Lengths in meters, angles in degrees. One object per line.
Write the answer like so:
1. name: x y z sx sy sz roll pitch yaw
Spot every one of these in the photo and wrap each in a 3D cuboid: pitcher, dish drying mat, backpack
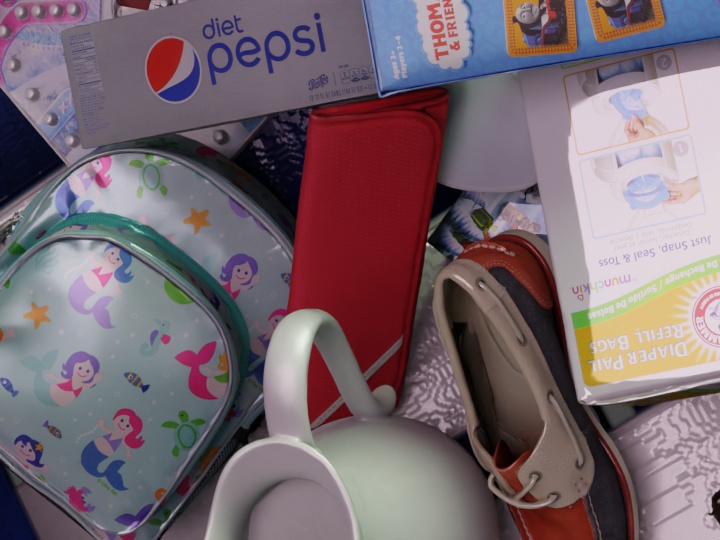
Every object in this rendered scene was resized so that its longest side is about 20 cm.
1. pitcher: -0.003 0.107 1.082 0.121 0.200 0.173 6 89 23
2. dish drying mat: 0.000 0.000 1.104 0.018 0.076 0.201 54 147 43
3. backpack: -0.121 0.030 1.164 0.177 0.151 0.200 40 95 -3

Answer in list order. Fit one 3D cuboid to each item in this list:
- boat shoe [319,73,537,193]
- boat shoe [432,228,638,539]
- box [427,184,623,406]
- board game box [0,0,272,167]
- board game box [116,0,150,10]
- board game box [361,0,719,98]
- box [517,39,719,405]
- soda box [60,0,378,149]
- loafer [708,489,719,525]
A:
1. boat shoe: 0.022 -0.095 1.133 0.198 0.068 0.074 18 106 24
2. boat shoe: 0.084 0.081 1.095 0.071 0.062 0.201 -6 104 38
3. box: 0.145 -0.051 1.114 0.137 0.040 0.200 40 102 19
4. board game box: -0.123 -0.150 1.239 0.200 0.026 0.200 -47 72 15
5. board game box: -0.092 -0.229 1.075 0.019 0.200 0.103 7 57 -14
6. board game box: 0.092 -0.167 0.949 0.199 0.037 0.152 -8 102 10
7. box: 0.146 -0.041 1.030 0.101 0.112 0.201 -13 81 21
8. soda box: -0.047 -0.109 1.089 0.199 0.068 0.064 -8 96 29
9. loafer: 0.218 0.186 1.063 0.071 0.073 0.201 -18 76 31
